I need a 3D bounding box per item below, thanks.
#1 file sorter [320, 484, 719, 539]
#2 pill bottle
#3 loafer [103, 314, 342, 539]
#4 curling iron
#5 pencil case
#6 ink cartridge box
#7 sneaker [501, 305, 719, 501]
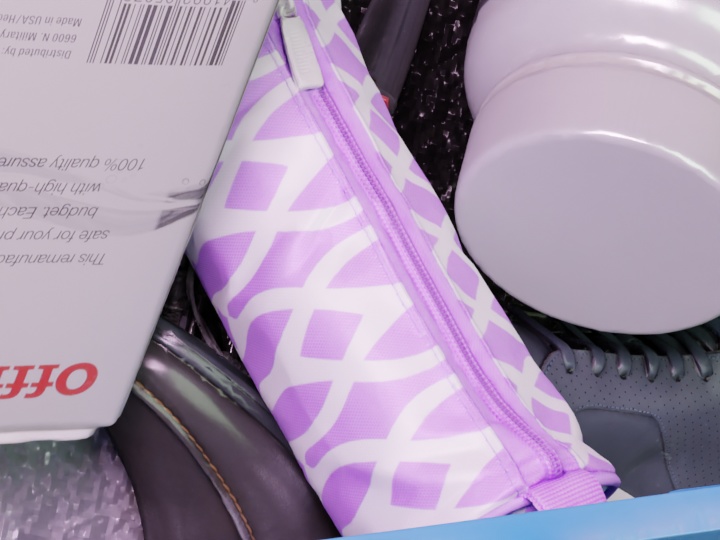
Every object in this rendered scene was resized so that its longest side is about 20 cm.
[{"bbox_3d":[0.019,0.149,0.811,0.199,0.139,0.123,-7,66,-11],"label":"file sorter"},{"bbox_3d":[0.095,-0.087,0.936,0.113,0.113,0.201,42,47,-30],"label":"pill bottle"},{"bbox_3d":[-0.036,0.097,0.913,0.072,0.073,0.200,-44,115,-21],"label":"loafer"},{"bbox_3d":[-0.008,-0.052,0.952,0.050,0.026,0.201,40,69,-33],"label":"curling iron"},{"bbox_3d":[0.000,0.000,0.867,0.084,0.085,0.200,-19,73,-41],"label":"pencil case"},{"bbox_3d":[-0.112,-0.055,0.786,0.146,0.083,0.201,0,126,-36],"label":"ink cartridge box"},{"bbox_3d":[0.098,0.015,0.979,0.202,0.077,0.146,35,94,-41],"label":"sneaker"}]
